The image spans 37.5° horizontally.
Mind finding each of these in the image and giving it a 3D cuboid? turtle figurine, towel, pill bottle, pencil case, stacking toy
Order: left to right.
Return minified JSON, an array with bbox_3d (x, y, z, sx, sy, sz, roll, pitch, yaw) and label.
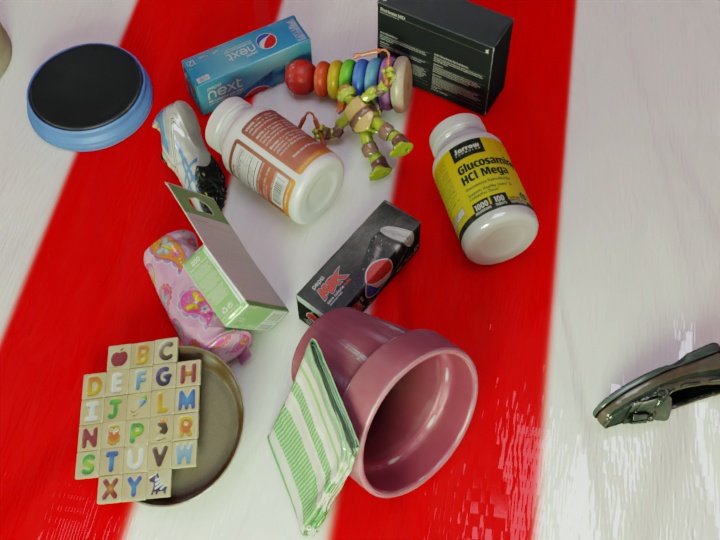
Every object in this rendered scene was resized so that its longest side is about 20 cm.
[{"bbox_3d":[-0.218,0.042,1.418,0.086,0.088,0.201,-26,61,-15],"label":"pencil case"},{"bbox_3d":[-0.127,-0.165,1.530,0.199,0.113,0.112,37,64,23],"label":"pill bottle"},{"bbox_3d":[-0.059,0.202,1.239,0.023,0.201,0.154,-7,53,-26],"label":"towel"},{"bbox_3d":[-0.022,-0.291,1.639,0.196,0.086,0.087,5,56,14],"label":"stacking toy"},{"bbox_3d":[0.000,-0.216,1.578,0.199,0.064,0.163,-39,70,17],"label":"turtle figurine"},{"bbox_3d":[0.166,-0.119,1.491,0.110,0.113,0.203,-15,57,-8],"label":"pill bottle"}]

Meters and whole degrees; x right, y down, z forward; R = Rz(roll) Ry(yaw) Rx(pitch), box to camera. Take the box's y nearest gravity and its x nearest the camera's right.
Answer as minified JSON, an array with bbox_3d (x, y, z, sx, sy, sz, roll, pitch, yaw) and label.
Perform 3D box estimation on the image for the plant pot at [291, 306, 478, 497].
[{"bbox_3d":[0.016,0.142,1.289,0.199,0.202,0.178,-38,48,-22],"label":"plant pot"}]

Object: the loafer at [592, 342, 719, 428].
[{"bbox_3d":[0.388,0.156,1.334,0.197,0.072,0.063,-24,65,-16],"label":"loafer"}]

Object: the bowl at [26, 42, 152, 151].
[{"bbox_3d":[-0.424,-0.276,1.655,0.196,0.040,0.204,0,57,1],"label":"bowl"}]

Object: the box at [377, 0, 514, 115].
[{"bbox_3d":[0.126,-0.346,1.625,0.197,0.142,0.079,26,61,17],"label":"box"}]

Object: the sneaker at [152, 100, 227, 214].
[{"bbox_3d":[-0.253,-0.156,1.564,0.072,0.071,0.203,-35,63,25],"label":"sneaker"}]

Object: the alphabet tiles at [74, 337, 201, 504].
[{"bbox_3d":[-0.276,0.184,1.317,0.163,0.006,0.204,-8,65,15],"label":"alphabet tiles"}]

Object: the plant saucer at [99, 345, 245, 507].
[{"bbox_3d":[-0.230,0.195,1.319,0.196,0.032,0.204,-6,66,14],"label":"plant saucer"}]

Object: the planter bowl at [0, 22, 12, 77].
[{"bbox_3d":[-0.668,-0.381,1.674,0.196,0.136,0.203,-1,57,1],"label":"planter bowl"}]

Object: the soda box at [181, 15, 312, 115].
[{"bbox_3d":[-0.175,-0.322,1.661,0.197,0.068,0.065,-25,59,-15],"label":"soda box"}]

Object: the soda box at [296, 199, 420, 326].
[{"bbox_3d":[0.000,0.000,1.448,0.070,0.064,0.200,32,63,21],"label":"soda box"}]

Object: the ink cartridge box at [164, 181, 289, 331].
[{"bbox_3d":[-0.186,-0.015,1.390,0.048,0.145,0.201,-40,74,10],"label":"ink cartridge box"}]
